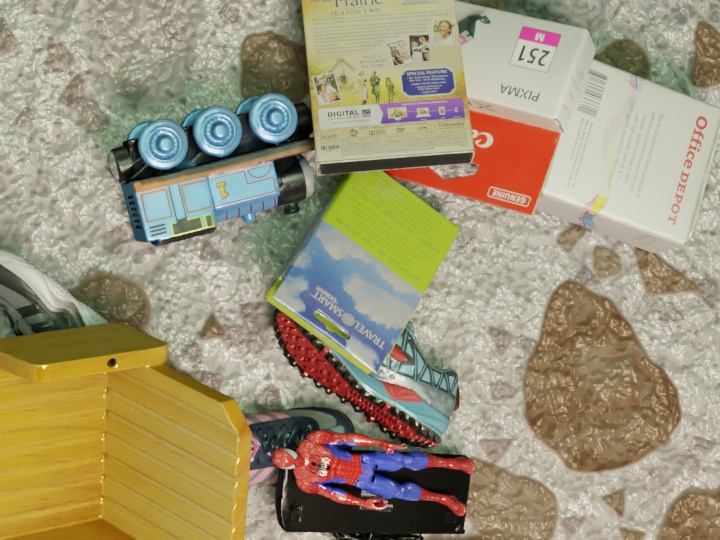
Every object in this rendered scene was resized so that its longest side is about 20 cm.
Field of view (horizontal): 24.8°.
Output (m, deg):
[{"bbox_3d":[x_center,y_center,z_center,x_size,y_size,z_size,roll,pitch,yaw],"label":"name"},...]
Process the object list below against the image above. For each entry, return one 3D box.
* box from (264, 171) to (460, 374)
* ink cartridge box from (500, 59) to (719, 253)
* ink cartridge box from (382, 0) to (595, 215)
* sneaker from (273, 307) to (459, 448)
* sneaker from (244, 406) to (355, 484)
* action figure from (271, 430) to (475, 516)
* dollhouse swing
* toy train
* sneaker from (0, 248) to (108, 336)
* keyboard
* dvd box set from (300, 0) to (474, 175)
[{"bbox_3d":[0.000,0.000,1.502,0.122,0.048,0.200,36,51,-5],"label":"box"},{"bbox_3d":[0.236,-0.118,1.595,0.200,0.088,0.146,19,81,-9],"label":"ink cartridge box"},{"bbox_3d":[0.098,-0.161,1.535,0.200,0.044,0.174,17,79,24],"label":"ink cartridge box"},{"bbox_3d":[0.008,0.079,1.539,0.200,0.079,0.096,39,60,-12],"label":"sneaker"},{"bbox_3d":[-0.094,0.165,1.490,0.199,0.082,0.070,-9,86,-15],"label":"sneaker"},{"bbox_3d":[0.010,0.182,1.483,0.200,0.052,0.066,12,96,-25],"label":"action figure"},{"bbox_3d":[-0.214,0.173,1.369,0.181,0.176,0.201,-8,115,-33],"label":"dollhouse swing"},{"bbox_3d":[-0.130,-0.094,1.507,0.200,0.087,0.115,-15,98,-17],"label":"toy train"},{"bbox_3d":[-0.292,0.069,1.452,0.200,0.075,0.114,38,75,-11],"label":"sneaker"},{"bbox_3d":[0.007,0.217,1.531,0.200,0.040,0.104,6,94,-26],"label":"keyboard"},{"bbox_3d":[0.022,-0.189,1.507,0.146,0.029,0.201,-5,70,-4],"label":"dvd box set"}]
